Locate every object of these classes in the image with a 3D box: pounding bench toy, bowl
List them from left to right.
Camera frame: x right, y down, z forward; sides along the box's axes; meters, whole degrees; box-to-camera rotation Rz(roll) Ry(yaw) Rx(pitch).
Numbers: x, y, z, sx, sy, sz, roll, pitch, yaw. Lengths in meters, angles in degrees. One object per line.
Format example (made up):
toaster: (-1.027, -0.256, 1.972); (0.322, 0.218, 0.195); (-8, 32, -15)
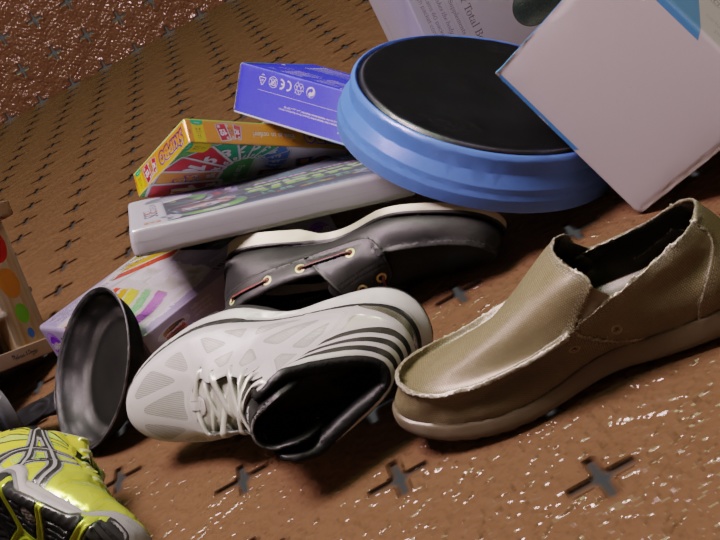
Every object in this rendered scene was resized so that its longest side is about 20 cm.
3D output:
pounding bench toy: (-0.371, 0.030, 0.964); (0.124, 0.156, 0.200); (-21, 3, 20)
bowl: (0.084, -0.108, 0.804); (0.200, 0.039, 0.201); (6, 33, -4)

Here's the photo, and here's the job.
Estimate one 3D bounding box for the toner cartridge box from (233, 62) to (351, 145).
toner cartridge box: (0.006, -0.124, 0.928); (0.200, 0.043, 0.095); (21, 18, 32)

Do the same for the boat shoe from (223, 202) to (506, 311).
boat shoe: (0.001, 0.001, 0.781); (0.201, 0.074, 0.063); (-10, 60, 20)

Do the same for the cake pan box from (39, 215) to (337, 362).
cake pan box: (-0.134, 0.011, 0.940); (0.200, 0.052, 0.184); (-39, 25, -29)

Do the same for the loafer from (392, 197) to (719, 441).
loafer: (0.101, 0.021, 0.592); (0.200, 0.068, 0.076); (-25, 21, 9)

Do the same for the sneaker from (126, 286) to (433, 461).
sneaker: (-0.065, 0.065, 0.660); (0.200, 0.076, 0.115); (-18, 8, 21)

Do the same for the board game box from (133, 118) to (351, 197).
board game box: (-0.079, -0.090, 0.982); (0.200, 0.030, 0.096); (-5, -20, -38)

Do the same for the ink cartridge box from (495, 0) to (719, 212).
ink cartridge box: (0.207, -0.161, 0.741); (0.200, 0.129, 0.125); (-47, 0, -38)

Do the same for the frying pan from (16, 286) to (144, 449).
frying pan: (-0.201, 0.096, 0.837); (0.190, 0.031, 0.115); (-56, 42, 28)

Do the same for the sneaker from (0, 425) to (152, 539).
sneaker: (-0.177, 0.126, 0.678); (0.200, 0.076, 0.076); (11, 37, 44)

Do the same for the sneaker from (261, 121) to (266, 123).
sneaker: (-0.054, -0.139, 1.149); (0.200, 0.078, 0.112); (-5, 32, 47)

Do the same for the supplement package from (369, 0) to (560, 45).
supplement package: (0.132, -0.232, 1.020); (0.200, 0.152, 0.151); (-30, 21, -4)

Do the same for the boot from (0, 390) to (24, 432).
boot: (-0.341, 0.161, 0.821); (0.200, 0.066, 0.165); (-35, 9, -32)

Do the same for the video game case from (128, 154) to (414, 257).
video game case: (-0.074, -0.054, 0.881); (0.200, 0.023, 0.182); (-13, 12, -9)
